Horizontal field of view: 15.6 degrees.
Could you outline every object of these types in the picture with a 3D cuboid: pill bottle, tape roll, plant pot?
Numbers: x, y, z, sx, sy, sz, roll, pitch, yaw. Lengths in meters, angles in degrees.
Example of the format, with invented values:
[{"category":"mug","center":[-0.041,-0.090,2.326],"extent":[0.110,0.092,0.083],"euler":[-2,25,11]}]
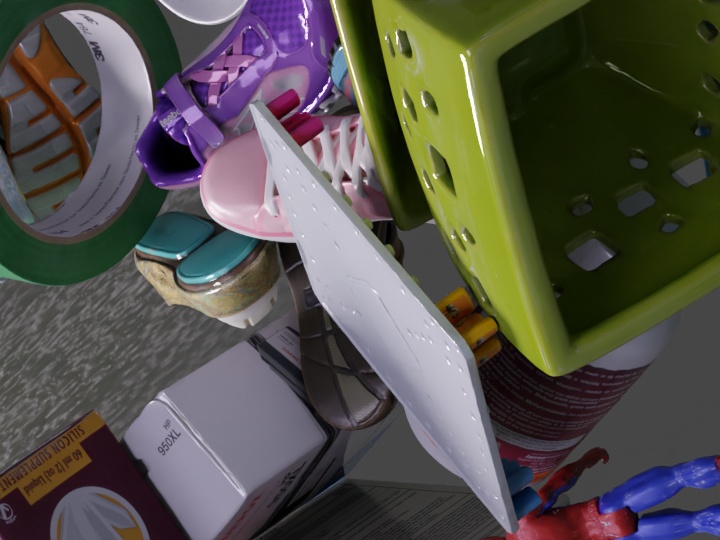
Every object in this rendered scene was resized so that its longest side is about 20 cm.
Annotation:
[{"category":"pill bottle","center":[0.112,0.029,1.471],"extent":[0.110,0.109,0.200],"euler":[48,135,11]},{"category":"tape roll","center":[-0.192,-0.092,1.609],"extent":[0.048,0.200,0.201],"euler":[11,119,37]},{"category":"plant pot","center":[0.101,-0.101,1.286],"extent":[0.181,0.200,0.199],"euler":[36,150,49]}]

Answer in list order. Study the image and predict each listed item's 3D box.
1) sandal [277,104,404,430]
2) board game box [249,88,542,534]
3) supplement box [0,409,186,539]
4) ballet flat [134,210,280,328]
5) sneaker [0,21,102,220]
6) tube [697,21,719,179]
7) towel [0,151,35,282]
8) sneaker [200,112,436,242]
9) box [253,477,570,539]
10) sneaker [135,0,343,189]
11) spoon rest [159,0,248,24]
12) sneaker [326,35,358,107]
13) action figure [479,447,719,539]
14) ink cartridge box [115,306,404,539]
[{"category":"sandal","center":[0.000,0.000,1.555],"extent":[0.082,0.055,0.201],"euler":[-22,66,30]},{"category":"board game box","center":[0.021,0.022,1.391],"extent":[0.200,0.026,0.200],"euler":[50,168,32]},{"category":"supplement box","center":[-0.151,0.199,1.508],"extent":[0.086,0.110,0.200],"euler":[-34,91,45]},{"category":"ballet flat","center":[-0.086,0.004,1.627],"extent":[0.200,0.071,0.071],"euler":[17,127,68]},{"category":"sneaker","center":[-0.217,-0.113,1.721],"extent":[0.200,0.078,0.077],"euler":[66,164,-15]},{"category":"tube","center":[0.205,-0.080,1.383],"extent":[0.077,0.050,0.201],"euler":[-2,105,35]},{"category":"towel","center":[-0.278,-0.076,1.741],"extent":[0.171,0.048,0.200],"euler":[60,163,6]},{"category":"sneaker","center":[-0.003,-0.065,1.481],"extent":[0.200,0.105,0.076],"euler":[0,73,13]},{"category":"box","center":[0.028,0.206,1.624],"extent":[0.200,0.128,0.109],"euler":[0,111,42]},{"category":"sneaker","center":[-0.074,-0.109,1.566],"extent":[0.081,0.088,0.200],"euler":[60,140,20]},{"category":"spoon rest","center":[-0.129,-0.237,1.578],"extent":[0.099,0.061,0.200],"euler":[-36,86,46]},{"category":"sneaker","center":[0.059,-0.130,1.457],"extent":[0.096,0.079,0.200],"euler":[54,136,2]},{"category":"action figure","center":[0.160,0.133,1.509],"extent":[0.200,0.099,0.065],"euler":[-18,99,15]},{"category":"ink cartridge box","center":[-0.062,0.101,1.597],"extent":[0.084,0.200,0.145],"euler":[48,135,10]}]
